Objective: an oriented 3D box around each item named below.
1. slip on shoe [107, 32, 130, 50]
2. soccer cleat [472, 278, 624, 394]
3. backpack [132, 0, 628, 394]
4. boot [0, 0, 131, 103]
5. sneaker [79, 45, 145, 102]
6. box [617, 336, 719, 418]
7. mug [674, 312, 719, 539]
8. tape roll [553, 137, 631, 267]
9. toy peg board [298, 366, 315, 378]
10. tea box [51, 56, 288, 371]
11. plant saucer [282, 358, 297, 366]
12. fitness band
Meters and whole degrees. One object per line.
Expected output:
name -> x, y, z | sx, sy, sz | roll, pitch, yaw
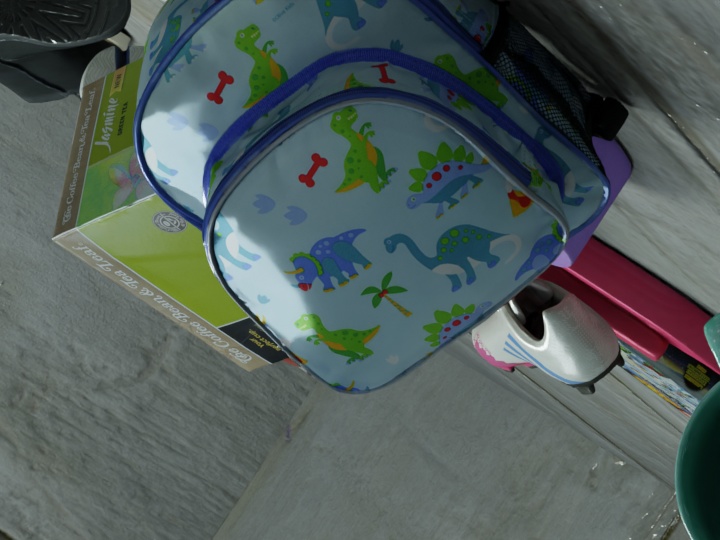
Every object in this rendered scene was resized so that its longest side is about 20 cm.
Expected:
slip on shoe -> -0.307, -0.254, 2.079 | 0.076, 0.061, 0.200 | 34, 177, -6
soccer cleat -> 0.133, 0.036, 1.428 | 0.086, 0.070, 0.200 | 54, 165, -19
backpack -> -0.002, -0.059, 0.850 | 0.200, 0.183, 0.147 | 43, -155, -21
boot -> -0.226, -0.177, 1.427 | 0.164, 0.066, 0.200 | 1, 169, 13
sneaker -> -0.131, -0.135, 1.434 | 0.199, 0.081, 0.115 | 6, -179, -22
box -> 0.258, 0.078, 1.548 | 0.200, 0.040, 0.137 | 35, 175, -21
mug -> 0.290, 0.125, 1.182 | 0.152, 0.186, 0.114 | 5, 166, 25
tape roll -> 0.053, -0.083, 1.039 | 0.200, 0.066, 0.200 | 35, 177, 2
toy peg board -> -0.042, -0.038, 1.621 | 0.200, 0.200, 0.098 | 35, 161, -23
tea box -> -0.061, -0.053, 1.220 | 0.196, 0.134, 0.200 | -20, 139, 32
plant saucer -> 0.000, 0.000, 1.407 | 0.200, 0.199, 0.037 | -124, 23, -53
fitness band -> 0.193, 0.017, 1.381 | 0.200, 0.037, 0.144 | 33, 174, 9
